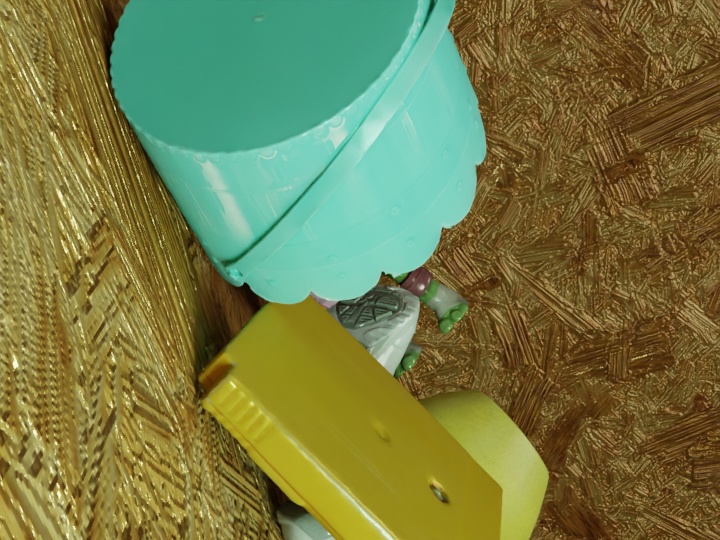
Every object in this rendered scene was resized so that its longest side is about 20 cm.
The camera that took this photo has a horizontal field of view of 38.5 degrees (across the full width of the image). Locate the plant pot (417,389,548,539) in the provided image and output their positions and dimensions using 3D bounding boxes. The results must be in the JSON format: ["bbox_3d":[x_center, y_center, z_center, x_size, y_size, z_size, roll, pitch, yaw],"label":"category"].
[{"bbox_3d":[0.080,0.189,0.896,0.201,0.141,0.200,50,-9,11],"label":"plant pot"}]

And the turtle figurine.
[{"bbox_3d":[0.000,0.000,0.931,0.194,0.144,0.200,45,-23,-4],"label":"turtle figurine"}]

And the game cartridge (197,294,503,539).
[{"bbox_3d":[0.002,0.103,0.593,0.200,0.032,0.176,44,16,-2],"label":"game cartridge"}]

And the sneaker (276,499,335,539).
[{"bbox_3d":[-0.004,0.178,0.661,0.200,0.070,0.081,68,7,-73],"label":"sneaker"}]

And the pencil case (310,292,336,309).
[{"bbox_3d":[-0.057,-0.033,0.762,0.200,0.086,0.088,66,6,-67],"label":"pencil case"}]

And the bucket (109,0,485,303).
[{"bbox_3d":[-0.032,-0.100,0.584,0.135,0.205,0.209,58,12,-57],"label":"bucket"}]

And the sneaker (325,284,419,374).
[{"bbox_3d":[-0.008,0.088,0.841,0.200,0.077,0.100,-50,147,-48],"label":"sneaker"}]
